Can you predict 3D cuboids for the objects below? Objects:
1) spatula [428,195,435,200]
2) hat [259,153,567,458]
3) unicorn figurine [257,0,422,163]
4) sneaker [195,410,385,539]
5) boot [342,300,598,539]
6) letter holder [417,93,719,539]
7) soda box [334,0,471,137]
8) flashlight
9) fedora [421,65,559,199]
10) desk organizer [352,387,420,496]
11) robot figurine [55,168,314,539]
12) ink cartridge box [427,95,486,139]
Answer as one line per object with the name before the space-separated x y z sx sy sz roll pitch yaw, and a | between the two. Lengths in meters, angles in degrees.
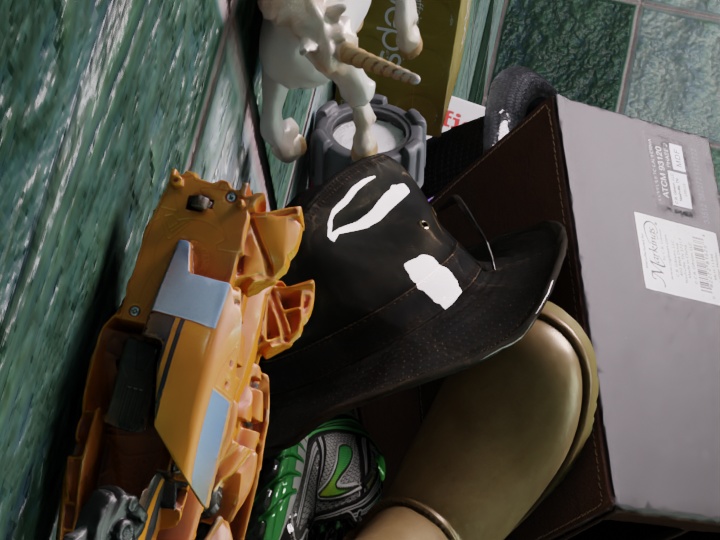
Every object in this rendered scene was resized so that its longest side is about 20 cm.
spatula | 0.013 0.011 0.865 0.200 0.020 0.057 -55 163 -62
hat | -0.006 -0.001 0.710 0.082 0.199 0.201 63 15 -11
unicorn figurine | -0.010 -0.107 0.704 0.138 0.073 0.202 79 8 -55
sneaker | -0.024 0.104 0.753 0.078 0.085 0.200 -47 -175 20
boot | 0.014 0.112 0.643 0.200 0.066 0.176 -30 147 -62
letter holder | 0.102 0.046 0.805 0.142 0.100 0.202 -39 -132 49
soda box | 0.031 -0.174 0.932 0.064 0.067 0.201 -73 172 -45
flashlight | 0.000 0.000 0.958 0.068 0.067 0.202 49 -33 43
fedora | 0.083 -0.018 1.015 0.200 0.091 0.203 25 61 -59
desk organizer | 0.047 0.138 0.876 0.072 0.076 0.202 53 27 -81
robot figurine | -0.063 0.079 0.539 0.145 0.058 0.202 82 19 -72
ink cartridge box | 0.059 -0.007 1.116 0.084 0.143 0.202 127 -21 -67
